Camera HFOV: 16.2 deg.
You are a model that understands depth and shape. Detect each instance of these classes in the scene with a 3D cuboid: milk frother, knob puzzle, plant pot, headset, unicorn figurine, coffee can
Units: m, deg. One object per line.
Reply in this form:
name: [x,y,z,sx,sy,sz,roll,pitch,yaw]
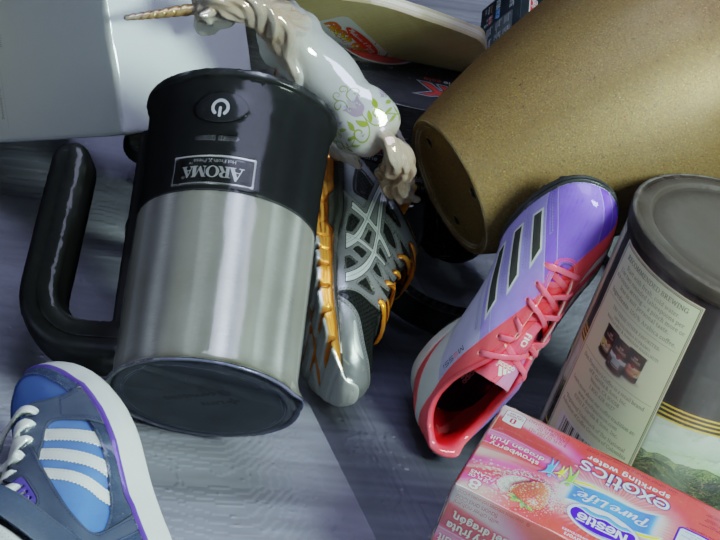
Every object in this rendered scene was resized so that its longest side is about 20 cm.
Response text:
milk frother: [-0.091,0.010,1.528,0.179,0.200,0.190,-5,63,25]
knob puzzle: [0.001,-0.153,1.735,0.218,0.220,0.031,15,66,-11]
plant pot: [0.139,-0.095,1.594,0.199,0.187,0.187,-25,47,-16]
headset: [0.037,-0.029,1.740,0.123,0.094,0.201,-8,55,-32]
unicorn figurine: [-0.035,-0.124,1.570,0.199,0.074,0.137,32,-2,6]
coffee can: [0.198,0.064,1.541,0.145,0.201,0.147,16,30,-10]

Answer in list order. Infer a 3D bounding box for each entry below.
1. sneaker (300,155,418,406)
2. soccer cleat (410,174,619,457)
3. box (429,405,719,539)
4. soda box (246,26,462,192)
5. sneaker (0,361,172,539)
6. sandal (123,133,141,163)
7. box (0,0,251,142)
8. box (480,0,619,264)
sneaker: [0.000,0.000,1.605,0.077,0.079,0.201,8,50,-10]
soccer cleat: [0.096,0.030,1.535,0.068,0.200,0.073,26,31,-18]
box: [0.139,0.176,1.427,0.199,0.095,0.103,26,30,8]
soda box: [0.002,-0.104,1.695,0.198,0.064,0.071,12,32,-5]
sneaker: [-0.188,0.120,1.321,0.145,0.081,0.201,4,39,-35]
sandal: [-0.109,-0.079,1.742,0.075,0.048,0.200,27,17,11]
box: [-0.185,-0.140,1.637,0.199,0.098,0.124,0,12,40]
box: [0.154,-0.112,1.889,0.159,0.046,0.200,45,25,-18]
